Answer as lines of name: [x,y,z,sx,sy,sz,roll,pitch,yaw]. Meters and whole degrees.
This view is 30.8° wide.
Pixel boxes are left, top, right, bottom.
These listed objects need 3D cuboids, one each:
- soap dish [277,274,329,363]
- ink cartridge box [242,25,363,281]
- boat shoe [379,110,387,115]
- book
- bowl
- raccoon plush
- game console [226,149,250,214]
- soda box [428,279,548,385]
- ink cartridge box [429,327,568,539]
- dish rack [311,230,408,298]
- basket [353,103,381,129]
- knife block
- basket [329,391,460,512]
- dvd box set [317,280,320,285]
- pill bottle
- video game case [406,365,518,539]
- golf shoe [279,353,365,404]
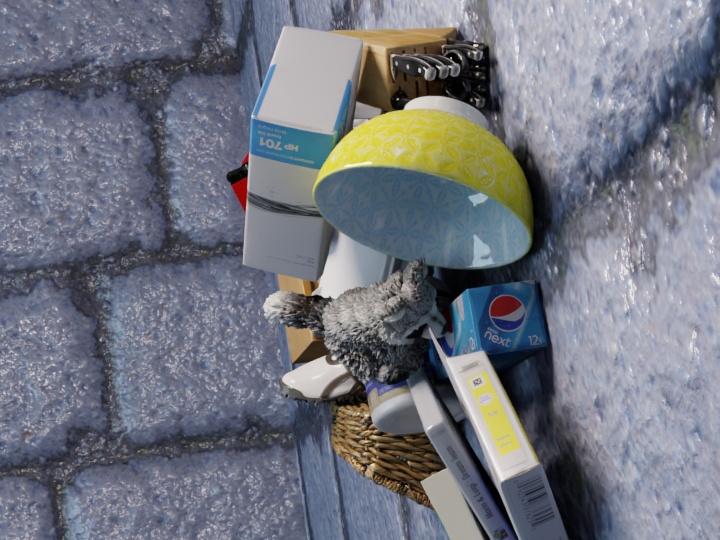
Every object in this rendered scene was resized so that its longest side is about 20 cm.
soap dish: [-0.033,0.023,1.837,0.081,0.157,0.200,139,124,-64]
ink cartridge box: [-0.056,-0.112,1.280,0.200,0.086,0.147,101,-178,-46]
boat shoe: [0.063,-0.159,1.371,0.201,0.074,0.063,-132,32,-71]
book: [0.111,0.269,1.341,0.200,0.048,0.134,63,-179,-79]
bowl: [0.066,-0.090,1.173,0.200,0.200,0.108,109,176,-68]
raccoon plush: [-0.011,0.040,1.264,0.134,0.200,0.097,79,-162,-57]
game console: [-0.071,-0.120,1.522,0.172,0.119,0.200,63,161,-6]
soda box: [0.116,0.062,1.253,0.200,0.068,0.064,122,140,-75]
ink cartridge box: [0.133,0.170,1.158,0.200,0.047,0.198,-108,-6,-51]
dish rack: [0.000,0.000,1.406,0.172,0.044,0.200,41,121,58]
basket: [-0.025,-0.147,1.663,0.200,0.135,0.123,176,95,-80]
knife block: [0.031,-0.193,1.276,0.176,0.200,0.064,-45,-46,-64]
basket: [0.038,0.222,1.597,0.200,0.143,0.149,-151,56,-78]
dvd box set: [-0.051,-0.017,1.681,0.146,0.029,0.200,64,175,-2]
pill bottle: [0.054,0.071,1.468,0.120,0.120,0.200,103,157,-64]
video game case: [0.103,0.191,1.282,0.182,0.024,0.200,59,-178,-13]
golf shoe: [-0.004,0.100,1.568,0.078,0.200,0.095,-120,20,-65]
